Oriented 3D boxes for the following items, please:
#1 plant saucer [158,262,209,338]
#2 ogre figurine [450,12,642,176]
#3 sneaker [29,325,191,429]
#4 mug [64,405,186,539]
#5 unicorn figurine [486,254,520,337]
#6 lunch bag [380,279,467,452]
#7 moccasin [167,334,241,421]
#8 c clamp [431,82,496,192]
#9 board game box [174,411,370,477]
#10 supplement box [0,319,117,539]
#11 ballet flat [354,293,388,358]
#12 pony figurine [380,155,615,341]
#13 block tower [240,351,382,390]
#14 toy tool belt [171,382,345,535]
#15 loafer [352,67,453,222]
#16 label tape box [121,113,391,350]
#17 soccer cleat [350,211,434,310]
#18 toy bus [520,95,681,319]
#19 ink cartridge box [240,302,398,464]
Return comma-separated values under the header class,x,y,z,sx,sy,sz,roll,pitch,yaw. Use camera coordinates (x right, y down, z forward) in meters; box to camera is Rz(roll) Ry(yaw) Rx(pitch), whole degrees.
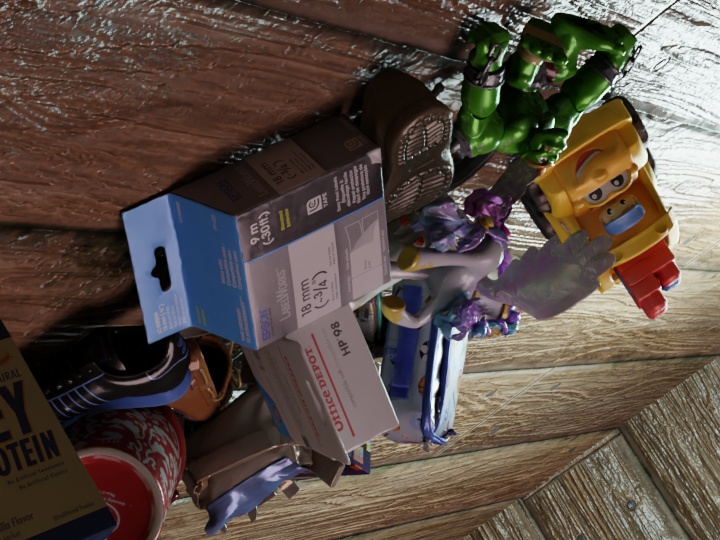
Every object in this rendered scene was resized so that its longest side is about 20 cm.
class,x,y,z,sx,sy,sz,roll,pitch,yaw
plant saucer,-0.097,-0.011,1.608,0.199,0.032,0.200,-28,162,-10
ogre figurine,0.144,-0.150,1.558,0.200,0.098,0.120,-34,155,-57
sneaker,-0.239,0.088,1.568,0.199,0.070,0.078,-16,145,-9
mug,-0.240,0.189,1.641,0.176,0.134,0.200,-17,-170,-2
unicorn figurine,0.130,0.027,2.091,0.200,0.074,0.138,-36,162,-44
lunch bag,0.063,0.083,1.903,0.075,0.201,0.160,5,170,11
moccasin,-0.147,0.090,1.747,0.077,0.074,0.201,-29,163,3
c clamp,0.068,-0.101,1.665,0.171,0.027,0.200,-42,161,29
board game box,-0.100,0.181,1.960,0.199,0.057,0.165,-3,166,11
supplement box,-0.320,0.182,1.467,0.134,0.201,0.200,-19,158,-39
ballet flat,-0.003,0.049,1.910,0.072,0.072,0.200,-31,162,-3
pony figurine,0.106,-0.013,1.709,0.199,0.167,0.193,16,127,-42
block tower,-0.038,0.115,1.949,0.058,0.054,0.199,0,173,41
toy tool belt,-0.120,0.202,1.819,0.200,0.123,0.125,-38,-179,20
loafer,0.033,-0.102,1.525,0.076,0.068,0.200,-23,161,-16
label tape box,-0.076,-0.017,1.487,0.199,0.063,0.145,-27,136,-21
soccer cleat,0.000,0.000,1.768,0.199,0.070,0.078,-29,167,-21
toy bus,0.251,-0.050,1.858,0.135,0.193,0.200,-31,162,2
ink cartridge box,-0.034,0.088,1.598,0.066,0.116,0.200,-26,-168,-16
